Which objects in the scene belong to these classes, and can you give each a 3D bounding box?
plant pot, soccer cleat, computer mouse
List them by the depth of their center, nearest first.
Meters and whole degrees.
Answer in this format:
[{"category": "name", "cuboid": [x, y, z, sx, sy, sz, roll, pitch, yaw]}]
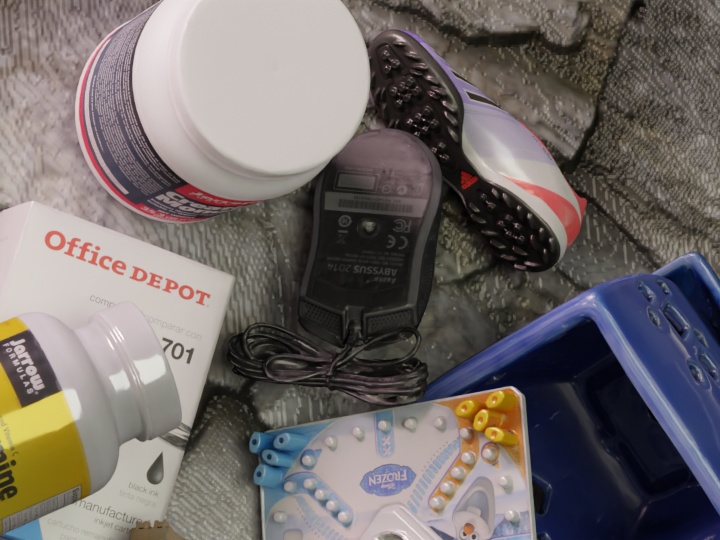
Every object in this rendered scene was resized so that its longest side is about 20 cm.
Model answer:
[{"category": "plant pot", "cuboid": [0.175, 0.112, 1.433, 0.179, 0.200, 0.201, -26, 83, -52]}, {"category": "computer mouse", "cuboid": [0.000, 0.000, 1.450, 0.137, 0.053, 0.201, 9, 64, 15]}, {"category": "soccer cleat", "cuboid": [0.081, -0.092, 1.512, 0.200, 0.068, 0.073, 49, 45, -8]}]

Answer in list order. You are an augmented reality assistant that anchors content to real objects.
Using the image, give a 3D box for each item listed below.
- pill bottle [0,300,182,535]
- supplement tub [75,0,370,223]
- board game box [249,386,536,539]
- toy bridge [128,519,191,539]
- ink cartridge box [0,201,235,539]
[{"category": "pill bottle", "cuboid": [-0.208, 0.091, 1.243, 0.199, 0.112, 0.113, -23, 94, -19]}, {"category": "supplement tub", "cuboid": [-0.088, -0.108, 1.356, 0.139, 0.200, 0.142, 2, 84, -23]}, {"category": "board game box", "cuboid": [0.018, 0.185, 1.371, 0.026, 0.199, 0.202, 21, 62, -56]}, {"category": "toy bridge", "cuboid": [-0.095, 0.215, 1.367, 0.201, 0.027, 0.068, 64, 27, -45]}, {"category": "ink cartridge box", "cuboid": [-0.181, 0.076, 1.362, 0.146, 0.086, 0.202, 20, 79, -19]}]
